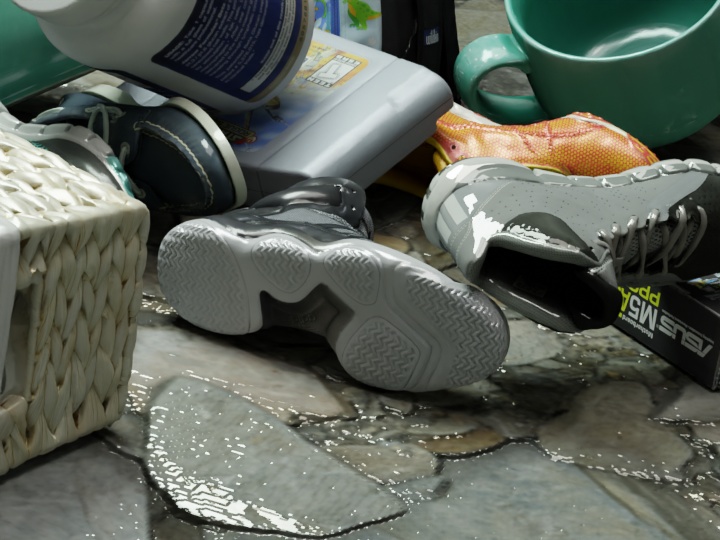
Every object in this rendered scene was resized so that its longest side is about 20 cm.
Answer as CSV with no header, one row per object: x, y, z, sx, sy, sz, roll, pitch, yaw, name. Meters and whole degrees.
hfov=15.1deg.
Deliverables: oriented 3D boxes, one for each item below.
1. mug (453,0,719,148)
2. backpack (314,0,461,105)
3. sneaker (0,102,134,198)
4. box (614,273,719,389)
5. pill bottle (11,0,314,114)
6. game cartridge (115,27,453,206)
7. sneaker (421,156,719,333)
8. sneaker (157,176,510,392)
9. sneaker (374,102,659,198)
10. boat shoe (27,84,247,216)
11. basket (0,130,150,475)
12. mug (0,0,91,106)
0.166,-0.154,1.793,0.184,0.115,0.153,0,52,20,mug
-0.003,-0.201,1.762,0.153,0.201,0.163,15,25,20,backpack
-0.207,-0.044,1.520,0.199,0.078,0.091,23,43,38,sneaker
0.230,0.002,1.565,0.199,0.045,0.160,-9,29,-34,box
-0.118,-0.162,1.544,0.111,0.112,0.200,22,2,29,pill bottle
-0.057,-0.097,1.649,0.199,0.042,0.133,23,47,41,game cartridge
0.137,-0.003,1.414,0.199,0.075,0.116,0,29,-14,sneaker
0.000,0.000,1.452,0.199,0.076,0.114,14,26,21,sneaker
0.086,-0.057,1.648,0.199,0.073,0.077,8,38,18,sneaker
-0.133,-0.066,1.556,0.062,0.075,0.200,-24,27,-26,boat shoe
-0.211,-0.001,1.315,0.199,0.136,0.123,25,26,33,basket
-0.214,-0.165,1.676,0.151,0.115,0.185,-23,4,3,mug
